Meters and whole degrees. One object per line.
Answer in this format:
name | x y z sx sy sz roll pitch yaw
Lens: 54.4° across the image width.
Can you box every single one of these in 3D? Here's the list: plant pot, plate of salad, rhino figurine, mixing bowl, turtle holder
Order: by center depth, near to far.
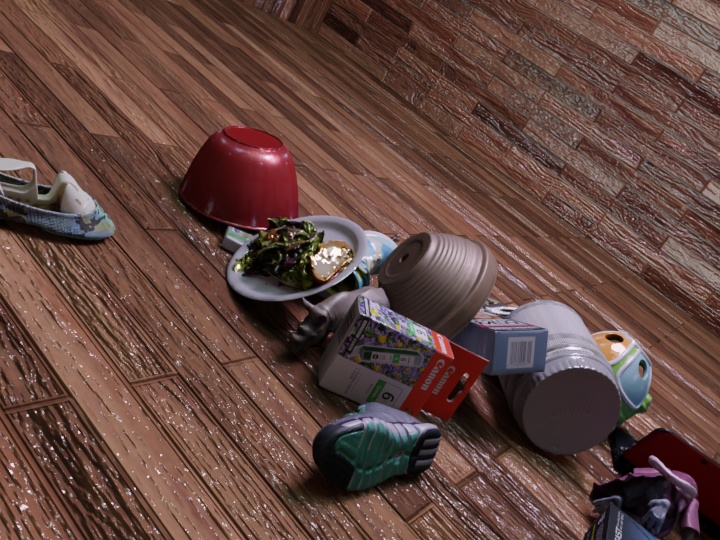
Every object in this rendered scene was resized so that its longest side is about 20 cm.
rhino figurine | -0.029 0.064 0.897 0.060 0.089 0.198 39 24 26
plate of salad | -0.087 -0.028 0.935 0.194 0.049 0.202 -10 34 7
plant pot | 0.088 0.015 0.992 0.093 0.200 0.202 44 15 -21
mixing bowl | -0.177 -0.155 1.088 0.194 0.111 0.201 15 24 -7
turtle holder | 0.432 0.190 1.187 0.186 0.131 0.141 48 3 -1

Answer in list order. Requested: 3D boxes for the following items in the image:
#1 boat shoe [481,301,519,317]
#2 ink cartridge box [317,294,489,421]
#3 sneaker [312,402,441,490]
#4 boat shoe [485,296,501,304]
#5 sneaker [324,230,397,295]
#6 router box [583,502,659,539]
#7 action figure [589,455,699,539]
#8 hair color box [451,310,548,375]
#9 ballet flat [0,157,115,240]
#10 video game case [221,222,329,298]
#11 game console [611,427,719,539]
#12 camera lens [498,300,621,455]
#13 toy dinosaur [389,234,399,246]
boat shoe | 0.235 0.087 1.181 0.195 0.072 0.062 8 58 -5
ink cartridge box | 0.056 0.124 0.858 0.196 0.110 0.051 26 21 -16
sneaker | 0.001 0.178 0.744 0.087 0.076 0.198 27 5 39
boat shoe | 0.202 0.078 1.253 0.073 0.075 0.200 -29 65 -38
sneaker | 0.000 0.000 1.045 0.196 0.081 0.131 5 31 -35
router box | 0.311 0.364 0.760 0.148 0.063 0.199 36 21 13
action figure | 0.397 0.291 0.935 0.196 0.152 0.134 3 30 -40
hair color box | 0.164 0.095 1.005 0.097 0.063 0.199 2 6 -29
ballet flat | -0.358 -0.083 0.780 0.197 0.075 0.074 9 30 -47
video game case | -0.116 -0.038 1.096 0.196 0.022 0.183 27 21 -15
game console | 0.510 0.307 1.095 0.198 0.120 0.172 35 21 7
camera lens | 0.289 0.153 1.056 0.157 0.162 0.201 26 21 -13
toy dinosaur | 0.051 -0.027 1.285 0.196 0.048 0.089 13 35 -36
